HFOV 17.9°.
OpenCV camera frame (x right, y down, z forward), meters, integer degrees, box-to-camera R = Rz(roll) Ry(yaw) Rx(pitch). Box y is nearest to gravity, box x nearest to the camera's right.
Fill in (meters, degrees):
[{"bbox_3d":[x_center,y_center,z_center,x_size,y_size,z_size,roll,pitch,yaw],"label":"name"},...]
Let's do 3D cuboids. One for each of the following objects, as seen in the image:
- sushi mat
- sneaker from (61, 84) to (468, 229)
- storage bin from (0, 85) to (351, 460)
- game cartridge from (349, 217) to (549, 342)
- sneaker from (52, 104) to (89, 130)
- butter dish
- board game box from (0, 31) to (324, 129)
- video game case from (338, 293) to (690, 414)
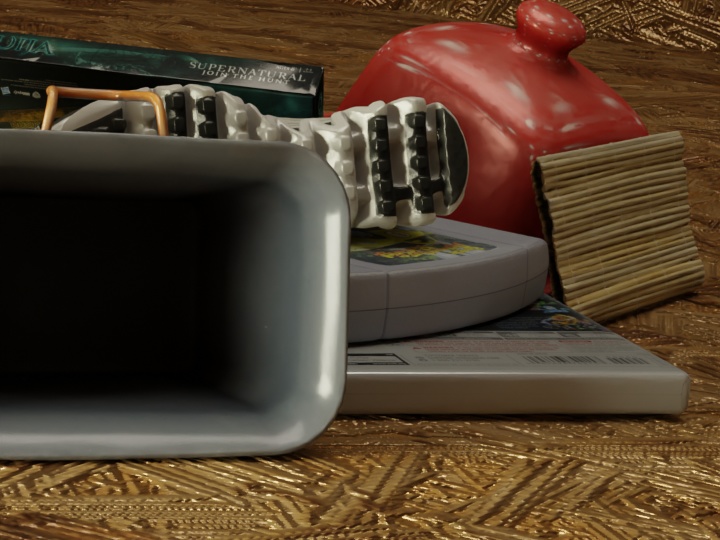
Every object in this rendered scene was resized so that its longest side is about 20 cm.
[{"bbox_3d":[0.147,-0.024,1.275,0.012,0.096,0.200,-10,2,31],"label":"sushi mat"},{"bbox_3d":[-0.051,-0.047,1.097,0.200,0.075,0.081,2,-3,-23],"label":"sneaker"},{"bbox_3d":[-0.122,-0.001,0.943,0.200,0.146,0.134,1,1,-23],"label":"storage bin"},{"bbox_3d":[0.000,0.000,1.117,0.133,0.041,0.200,17,16,34],"label":"game cartridge"},{"bbox_3d":[-0.137,-0.014,1.100,0.200,0.076,0.115,-27,35,-29],"label":"sneaker"},{"bbox_3d":[0.086,-0.089,1.338,0.200,0.148,0.199,38,29,29],"label":"butter dish"},{"bbox_3d":[-0.119,-0.060,1.238,0.200,0.135,0.028,8,42,7],"label":"board game box"},{"bbox_3d":[0.029,0.037,1.089,0.200,0.023,0.182,1,12,-18],"label":"video game case"}]
